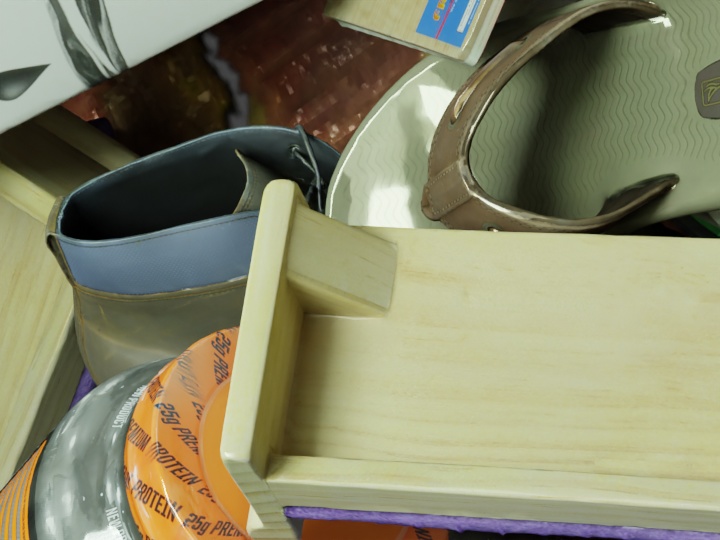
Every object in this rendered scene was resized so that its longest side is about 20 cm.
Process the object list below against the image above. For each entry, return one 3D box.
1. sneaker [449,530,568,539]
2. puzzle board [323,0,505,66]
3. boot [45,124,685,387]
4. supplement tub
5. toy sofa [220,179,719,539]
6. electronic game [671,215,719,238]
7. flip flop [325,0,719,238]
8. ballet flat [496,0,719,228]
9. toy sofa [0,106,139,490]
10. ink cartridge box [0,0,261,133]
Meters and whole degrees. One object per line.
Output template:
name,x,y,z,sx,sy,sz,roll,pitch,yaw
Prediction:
sneaker,-0.001,0.073,0.882,0.200,0.074,0.079,17,98,31
puzzle board,0.052,-0.158,0.784,0.200,0.017,0.151,-67,18,3
boot,0.000,0.000,0.831,0.200,0.097,0.075,-15,42,12
supplement tub,-0.064,0.107,0.808,0.200,0.122,0.123,-46,69,44
toy sofa,0.070,0.035,0.697,0.200,0.098,0.083,2,65,13
electronic game,0.151,-0.090,0.787,0.200,0.042,0.200,4,97,33
flip flop,0.059,-0.036,0.722,0.200,0.058,0.081,-14,85,43
ballet flat,0.096,-0.043,0.770,0.200,0.069,0.070,28,109,32
toy sofa,-0.125,0.045,0.934,0.083,0.098,0.200,32,110,30
ink cartridge box,-0.105,-0.134,0.810,0.200,0.146,0.084,-26,35,13
